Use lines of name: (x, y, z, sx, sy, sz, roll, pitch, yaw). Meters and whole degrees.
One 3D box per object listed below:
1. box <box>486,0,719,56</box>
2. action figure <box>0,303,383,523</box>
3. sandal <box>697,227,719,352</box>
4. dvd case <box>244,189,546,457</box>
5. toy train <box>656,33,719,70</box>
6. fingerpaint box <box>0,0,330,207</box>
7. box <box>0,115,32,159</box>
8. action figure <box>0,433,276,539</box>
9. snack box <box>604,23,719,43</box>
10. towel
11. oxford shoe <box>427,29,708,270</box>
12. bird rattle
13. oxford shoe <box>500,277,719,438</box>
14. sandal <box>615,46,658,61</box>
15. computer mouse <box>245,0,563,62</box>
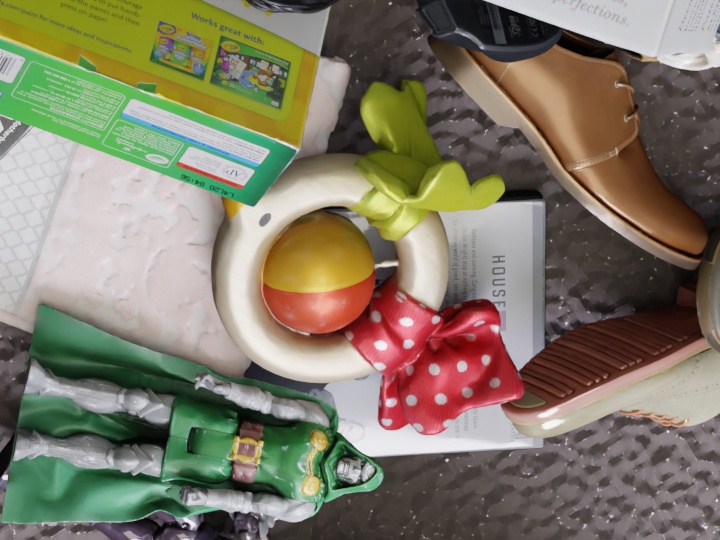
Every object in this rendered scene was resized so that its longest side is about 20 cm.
box: (0.100, -0.228, 1.445, 0.198, 0.131, 0.201, 22, 101, 16)
action figure: (-0.085, 0.092, 1.600, 0.199, 0.055, 0.119, 10, 87, -8)
sandal: (0.266, 0.005, 1.640, 0.199, 0.054, 0.082, 1, 83, -35)
dvd case: (0.005, 0.033, 1.675, 0.199, 0.025, 0.151, -3, 108, -7)
toy train: (0.247, -0.083, 1.582, 0.150, 0.200, 0.056, -13, 71, 31)
fingerpaint box: (-0.118, -0.147, 1.525, 0.199, 0.168, 0.073, 19, 149, -15)
box: (-0.300, -0.082, 1.564, 0.193, 0.048, 0.200, 43, 100, -11)
action figure: (-0.105, 0.143, 1.663, 0.200, 0.069, 0.130, 41, 114, -9)
snack box: (0.194, -0.221, 1.562, 0.141, 0.053, 0.201, -1, 79, -8)
towel: (-0.124, -0.049, 1.610, 0.190, 0.032, 0.201, 19, 103, -6)
oxford shoe: (0.130, -0.079, 1.631, 0.071, 0.071, 0.200, -43, 108, 11)
bird rattle: (0.000, 0.000, 1.600, 0.162, 0.113, 0.201, -6, 125, -8)
oxford shoe: (0.167, 0.062, 1.659, 0.199, 0.071, 0.074, -20, 117, -24)
sandal: (0.145, -0.145, 1.604, 0.199, 0.082, 0.055, 22, 84, -12)
computer mouse: (0.021, -0.138, 1.539, 0.199, 0.034, 0.059, 5, 64, -31)
